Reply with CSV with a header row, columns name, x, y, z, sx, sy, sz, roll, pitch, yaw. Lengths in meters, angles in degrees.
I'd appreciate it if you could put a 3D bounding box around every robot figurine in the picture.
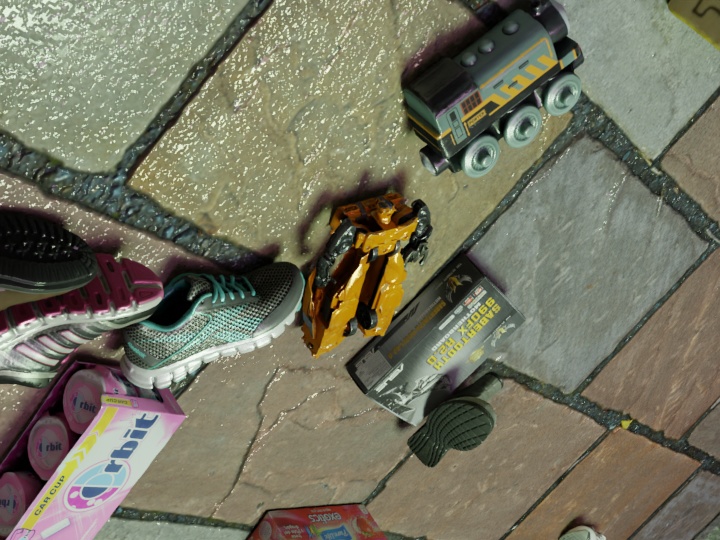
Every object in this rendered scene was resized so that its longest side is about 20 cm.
name,x,y,z,sx,sy,sz,roll,pitch,yaw
robot figurine,0.000,0.000,1.252,0.143,0.058,0.202,-17,140,-33

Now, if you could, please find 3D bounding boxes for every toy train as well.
name,x,y,z,sx,sy,sz,roll,pitch,yaw
toy train,0.132,-0.178,1.166,0.199,0.085,0.115,-37,137,-6

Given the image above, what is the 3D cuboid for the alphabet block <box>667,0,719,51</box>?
name,x,y,z,sx,sy,sz,roll,pitch,yaw
alphabet block,0.490,-0.289,1.291,0.194,0.197,0.201,14,120,-50

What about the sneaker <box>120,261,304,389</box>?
name,x,y,z,sx,sy,sz,roll,pitch,yaw
sneaker,-0.140,0.036,1.141,0.198,0.078,0.092,-29,141,-21

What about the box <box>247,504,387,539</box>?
name,x,y,z,sx,sy,sz,roll,pitch,yaw
box,-0.059,0.386,1.603,0.198,0.095,0.103,10,124,-50

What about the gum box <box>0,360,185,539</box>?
name,x,y,z,sx,sy,sz,roll,pitch,yaw
gum box,-0.271,0.180,1.175,0.201,0.066,0.113,-52,147,15

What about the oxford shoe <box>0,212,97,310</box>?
name,x,y,z,sx,sy,sz,roll,pitch,yaw
oxford shoe,-0.306,0.005,0.952,0.198,0.073,0.085,-6,150,-39

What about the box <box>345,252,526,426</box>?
name,x,y,z,sx,sy,sz,roll,pitch,yaw
box,0.095,0.089,1.459,0.200,0.048,0.158,-44,146,4

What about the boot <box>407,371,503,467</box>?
name,x,y,z,sx,sy,sz,roll,pitch,yaw
boot,0.140,0.172,1.535,0.130,0.068,0.200,-43,179,-30

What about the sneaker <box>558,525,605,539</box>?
name,x,y,z,sx,sy,sz,roll,pitch,yaw
sneaker,0.432,0.525,2.302,0.087,0.074,0.201,-44,155,-17

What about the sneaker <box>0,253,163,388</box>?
name,x,y,z,sx,sy,sz,roll,pitch,yaw
sneaker,-0.265,0.050,1.030,0.197,0.074,0.088,-18,141,-23
